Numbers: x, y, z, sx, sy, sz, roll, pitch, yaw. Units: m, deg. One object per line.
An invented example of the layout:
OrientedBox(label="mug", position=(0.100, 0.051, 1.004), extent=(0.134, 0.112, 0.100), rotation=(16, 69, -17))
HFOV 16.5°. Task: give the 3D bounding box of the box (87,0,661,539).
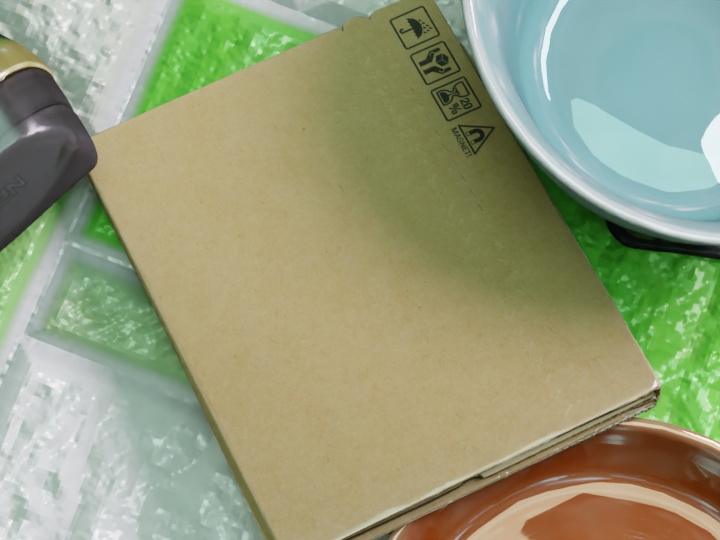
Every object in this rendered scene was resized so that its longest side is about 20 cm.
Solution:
OrientedBox(label="box", position=(0.000, 0.000, 0.980), extent=(0.163, 0.021, 0.200), rotation=(-24, 68, -11))

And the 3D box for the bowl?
OrientedBox(label="bowl", position=(0.132, -0.091, 0.982), extent=(0.200, 0.105, 0.201), rotation=(1, 73, -5))

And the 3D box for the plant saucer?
OrientedBox(label="plant saucer", position=(0.095, 0.156, 0.955), extent=(0.200, 0.032, 0.201), rotation=(1, 74, -5))

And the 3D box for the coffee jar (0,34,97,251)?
OrientedBox(label="coffee jar", position=(-0.198, -0.088, 0.972), extent=(0.104, 0.085, 0.200), rotation=(-41, 80, 0))

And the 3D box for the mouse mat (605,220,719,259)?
OrientedBox(label="mouse mat", position=(0.206, -0.074, 1.041), extent=(0.199, 0.008, 0.161), rotation=(8, 74, -3))
